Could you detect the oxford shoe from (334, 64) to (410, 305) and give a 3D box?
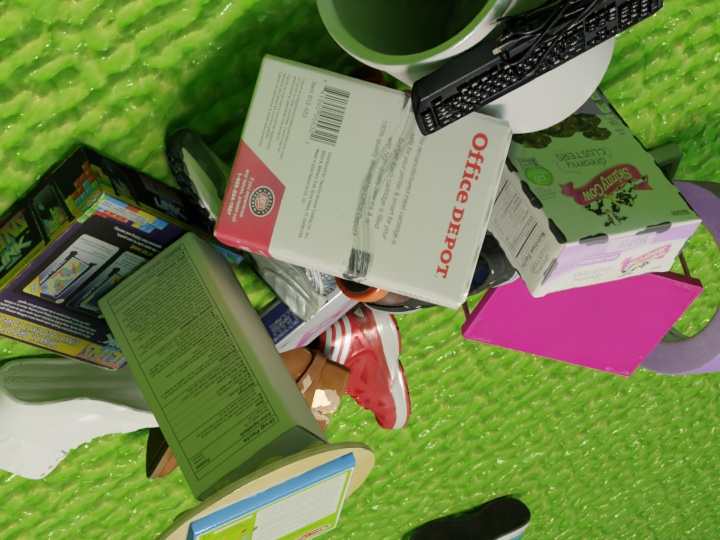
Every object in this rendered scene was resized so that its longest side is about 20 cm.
[{"bbox_3d":[0.012,-0.069,1.362,0.071,0.202,0.072,-8,166,34],"label":"oxford shoe"}]

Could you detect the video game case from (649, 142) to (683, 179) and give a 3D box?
[{"bbox_3d":[0.242,-0.044,1.765,0.198,0.022,0.183,-21,147,-22],"label":"video game case"}]

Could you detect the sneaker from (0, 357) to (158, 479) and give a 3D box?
[{"bbox_3d":[-0.259,0.136,1.515,0.198,0.074,0.116,5,136,-33],"label":"sneaker"}]

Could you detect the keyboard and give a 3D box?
[{"bbox_3d":[0.128,-0.150,1.148,0.199,0.040,0.104,-29,157,2],"label":"keyboard"}]

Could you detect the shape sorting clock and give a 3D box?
[{"bbox_3d":[-0.079,0.186,1.269,0.199,0.039,0.201,-26,155,-13],"label":"shape sorting clock"}]

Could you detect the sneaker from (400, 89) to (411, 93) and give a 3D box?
[{"bbox_3d":[-0.002,-0.085,1.435,0.200,0.081,0.075,-41,170,23],"label":"sneaker"}]

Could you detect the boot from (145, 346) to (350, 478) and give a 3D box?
[{"bbox_3d":[-0.114,0.142,1.613,0.154,0.077,0.201,20,111,-28],"label":"boot"}]

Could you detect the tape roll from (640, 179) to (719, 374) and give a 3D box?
[{"bbox_3d":[0.340,0.007,1.709,0.065,0.201,0.201,1,136,-44],"label":"tape roll"}]

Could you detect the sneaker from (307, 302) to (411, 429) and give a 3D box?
[{"bbox_3d":[-0.015,0.107,1.709,0.114,0.079,0.201,-18,136,-8],"label":"sneaker"}]

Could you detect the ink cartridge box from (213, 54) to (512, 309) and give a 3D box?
[{"bbox_3d":[0.004,-0.066,1.266,0.084,0.198,0.146,61,45,-85],"label":"ink cartridge box"}]

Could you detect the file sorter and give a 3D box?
[{"bbox_3d":[0.208,-0.003,1.631,0.198,0.126,0.139,14,132,-23],"label":"file sorter"}]

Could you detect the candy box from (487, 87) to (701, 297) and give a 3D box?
[{"bbox_3d":[0.181,-0.083,1.474,0.166,0.201,0.072,-10,144,-34],"label":"candy box"}]

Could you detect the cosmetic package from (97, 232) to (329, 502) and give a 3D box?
[{"bbox_3d":[-0.120,0.081,1.318,0.103,0.201,0.073,-35,152,8],"label":"cosmetic package"}]

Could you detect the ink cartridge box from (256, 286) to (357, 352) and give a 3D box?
[{"bbox_3d":[0.000,0.000,1.505,0.196,0.043,0.200,-40,172,13],"label":"ink cartridge box"}]

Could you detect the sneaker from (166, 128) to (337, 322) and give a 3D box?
[{"bbox_3d":[-0.081,-0.054,1.359,0.086,0.078,0.200,-43,119,-4],"label":"sneaker"}]

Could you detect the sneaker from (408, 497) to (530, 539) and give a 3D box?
[{"bbox_3d":[0.137,0.390,2.240,0.198,0.084,0.122,-14,136,-31],"label":"sneaker"}]

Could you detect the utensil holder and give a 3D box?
[{"bbox_3d":[0.087,-0.207,1.243,0.170,0.171,0.199,-42,151,17],"label":"utensil holder"}]

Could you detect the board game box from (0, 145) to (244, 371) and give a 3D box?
[{"bbox_3d":[-0.217,-0.004,1.360,0.165,0.057,0.200,-39,150,15],"label":"board game box"}]

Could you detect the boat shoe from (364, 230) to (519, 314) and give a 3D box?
[{"bbox_3d":[0.065,0.002,1.553,0.199,0.069,0.056,-16,-177,40],"label":"boat shoe"}]
